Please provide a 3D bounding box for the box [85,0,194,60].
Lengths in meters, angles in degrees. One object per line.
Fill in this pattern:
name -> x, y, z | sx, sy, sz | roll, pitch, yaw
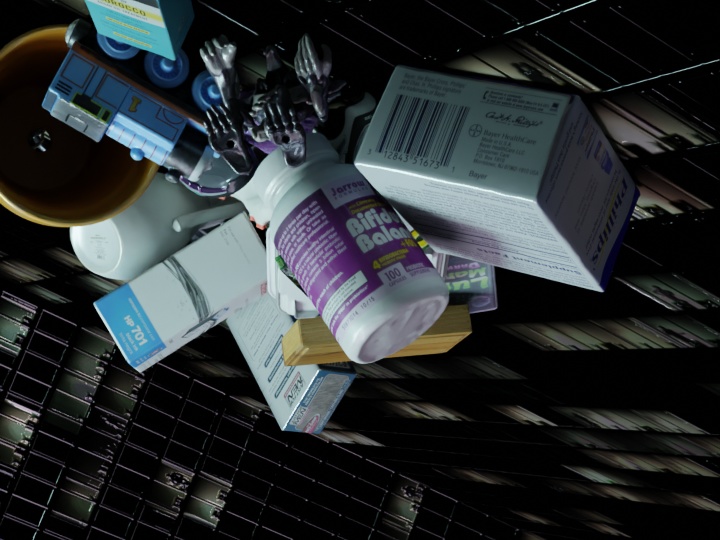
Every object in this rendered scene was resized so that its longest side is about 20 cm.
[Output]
box -> -0.197, -0.251, 1.354 | 0.081, 0.050, 0.200 | 20, 167, 5

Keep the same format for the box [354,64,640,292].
box -> 0.126, -0.081, 1.397 | 0.182, 0.106, 0.200 | 15, 164, 31

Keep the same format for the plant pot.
plant pot -> -0.321, -0.145, 1.653 | 0.199, 0.202, 0.183 | 26, 171, -19

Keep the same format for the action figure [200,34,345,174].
action figure -> -0.077, -0.160, 1.387 | 0.117, 0.103, 0.200 | -7, -156, 7

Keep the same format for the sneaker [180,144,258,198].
sneaker -> -0.192, -0.142, 1.669 | 0.199, 0.075, 0.088 | 28, 166, 45

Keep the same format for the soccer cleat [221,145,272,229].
soccer cleat -> -0.130, -0.111, 1.780 | 0.069, 0.078, 0.200 | -4, -157, -35

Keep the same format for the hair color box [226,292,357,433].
hair color box -> -0.086, 0.092, 1.908 | 0.060, 0.100, 0.201 | 10, -146, -36

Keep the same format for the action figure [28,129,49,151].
action figure -> -0.329, -0.160, 1.817 | 0.198, 0.103, 0.118 | -2, 174, -39

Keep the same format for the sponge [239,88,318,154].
sponge -> -0.050, -0.128, 1.649 | 0.199, 0.030, 0.111 | 29, 164, -28

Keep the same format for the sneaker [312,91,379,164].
sneaker -> -0.014, -0.118, 1.543 | 0.088, 0.076, 0.200 | 52, 149, -6

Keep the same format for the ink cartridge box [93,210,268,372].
ink cartridge box -> -0.198, 0.027, 1.824 | 0.086, 0.199, 0.146 | 59, 174, 5

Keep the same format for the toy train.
toy train -> -0.211, -0.166, 1.546 | 0.199, 0.115, 0.087 | 30, 165, -12

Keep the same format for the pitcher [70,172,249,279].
pitcher -> -0.226, -0.063, 1.845 | 0.170, 0.123, 0.199 | 0, -163, 36

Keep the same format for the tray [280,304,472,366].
tray -> 0.017, 0.075, 1.785 | 0.198, 0.037, 0.099 | -3, 164, -16

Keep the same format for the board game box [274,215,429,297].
board game box -> 0.021, -0.039, 1.570 | 0.105, 0.199, 0.024 | 44, -168, -51

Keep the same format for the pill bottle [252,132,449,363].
pill bottle -> -0.014, -0.025, 1.441 | 0.201, 0.112, 0.112 | 55, 178, 20

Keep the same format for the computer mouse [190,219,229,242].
computer mouse -> -0.206, -0.072, 2.085 | 0.199, 0.046, 0.140 | 32, 159, -21

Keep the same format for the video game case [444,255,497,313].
video game case -> 0.052, 0.008, 1.758 | 0.198, 0.024, 0.182 | -9, 149, 2

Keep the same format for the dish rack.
dish rack -> 0.000, 0.000, 1.674 | 0.197, 0.044, 0.172 | -3, 149, -4
